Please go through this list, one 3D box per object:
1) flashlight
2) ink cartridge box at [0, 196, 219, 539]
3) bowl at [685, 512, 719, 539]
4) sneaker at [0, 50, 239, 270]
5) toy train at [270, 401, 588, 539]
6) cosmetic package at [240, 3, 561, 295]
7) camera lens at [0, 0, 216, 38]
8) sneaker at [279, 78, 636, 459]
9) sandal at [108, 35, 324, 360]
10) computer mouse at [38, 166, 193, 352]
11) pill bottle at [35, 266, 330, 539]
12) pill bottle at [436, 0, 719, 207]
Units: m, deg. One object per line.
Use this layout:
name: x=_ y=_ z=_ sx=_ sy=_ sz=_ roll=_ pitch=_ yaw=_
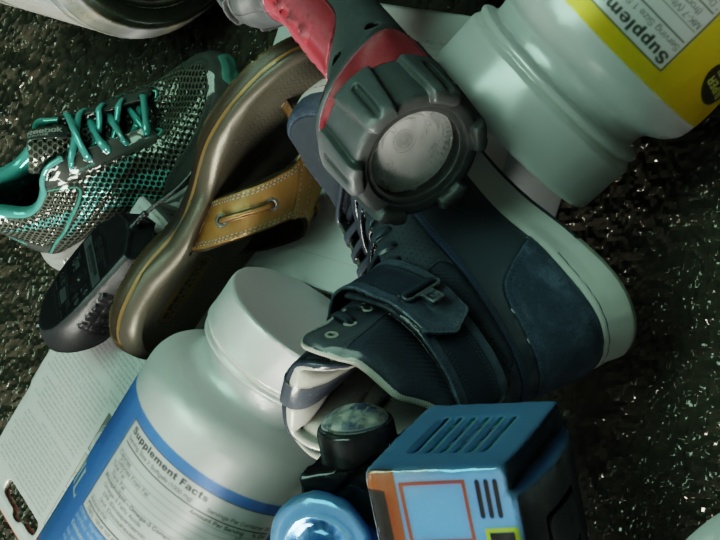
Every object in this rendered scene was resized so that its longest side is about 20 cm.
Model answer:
flashlight: x=-0.017 y=-0.099 z=0.859 sx=0.200 sy=0.067 sz=0.068 roll=51 pitch=129 yaw=46
ink cartridge box: x=-0.134 y=0.071 z=1.103 sx=0.201 sy=0.050 sz=0.109 roll=-58 pitch=44 yaw=14
bowl: x=0.149 y=0.167 z=0.699 sx=0.201 sy=0.090 sz=0.202 roll=-173 pitch=90 yaw=-65
sneaker: x=-0.151 y=-0.067 z=1.142 sx=0.200 sy=0.091 sz=0.078 roll=-37 pitch=52 yaw=31
toy train: x=0.037 y=0.146 z=0.758 sx=0.114 sy=0.087 sz=0.201 roll=-4 pitch=105 yaw=28
cosmetic package: x=0.018 y=-0.056 z=0.992 sx=0.199 sy=0.052 sz=0.152 roll=17 pitch=87 yaw=47
camera lens: x=-0.170 y=-0.232 z=1.174 sx=0.200 sy=0.160 sz=0.161 roll=21 pitch=91 yaw=48
sneaker: x=0.000 y=-0.001 z=0.849 sx=0.202 sy=0.146 sz=0.077 roll=40 pitch=146 yaw=31
sandal: x=-0.058 y=-0.028 z=0.971 sx=0.055 sy=0.082 sz=0.200 roll=43 pitch=108 yaw=28
computer mouse: x=-0.105 y=-0.028 z=1.056 sx=0.200 sy=0.034 sz=0.059 roll=-46 pitch=30 yaw=18
pill bottle: x=-0.078 y=0.101 z=0.977 sx=0.200 sy=0.112 sz=0.112 roll=-56 pitch=44 yaw=20
pill bottle: x=0.134 y=-0.130 z=0.837 sx=0.200 sy=0.114 sz=0.114 roll=-45 pitch=47 yaw=14
